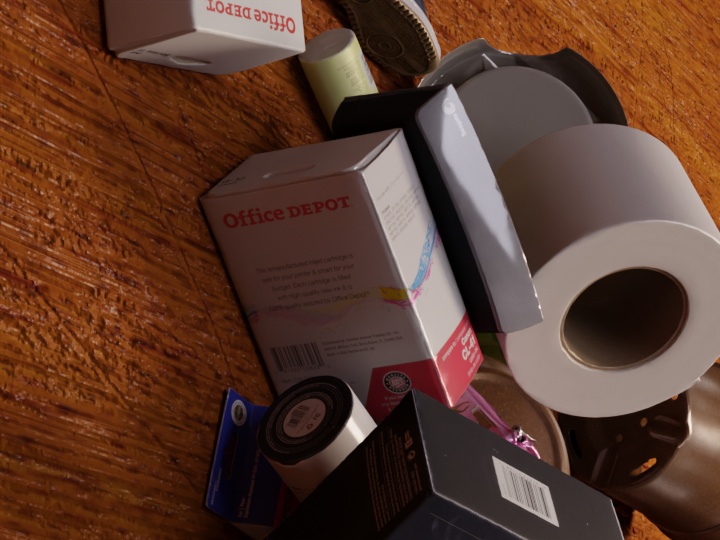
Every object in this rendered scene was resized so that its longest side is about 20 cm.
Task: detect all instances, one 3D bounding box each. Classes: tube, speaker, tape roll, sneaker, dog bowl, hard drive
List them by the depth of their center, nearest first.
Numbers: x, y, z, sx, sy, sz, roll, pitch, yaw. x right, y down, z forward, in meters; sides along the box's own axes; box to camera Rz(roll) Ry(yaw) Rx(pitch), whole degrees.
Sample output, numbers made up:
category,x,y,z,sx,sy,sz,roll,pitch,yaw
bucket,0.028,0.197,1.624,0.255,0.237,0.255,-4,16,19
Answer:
category,x,y,z,sx,sy,sz,roll,pitch,yaw
speaker,0.004,0.172,1.350,0.201,0.081,0.082,56,39,-36
hard drive,0.054,-0.040,1.393,0.042,0.134,0.201,-36,113,-36
tape roll,0.197,0.000,1.497,0.203,0.202,0.140,53,12,-38
tube,0.006,-0.105,1.525,0.058,0.052,0.201,-33,122,-12
sneaker,0.018,-0.264,1.558,0.200,0.070,0.109,48,46,-39
dog bowl,0.136,-0.107,1.614,0.059,0.198,0.202,99,-7,-72

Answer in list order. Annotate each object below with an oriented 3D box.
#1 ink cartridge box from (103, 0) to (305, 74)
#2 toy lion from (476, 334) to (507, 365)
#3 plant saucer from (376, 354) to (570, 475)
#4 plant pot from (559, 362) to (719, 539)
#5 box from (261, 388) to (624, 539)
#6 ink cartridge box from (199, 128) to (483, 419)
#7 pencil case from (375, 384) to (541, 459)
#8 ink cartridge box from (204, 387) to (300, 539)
category,x,y,z,sx,sy,sz,roll,pitch,yaw
ink cartridge box,-0.117,-0.253,1.316,0.146,0.082,0.202,0,83,-58
toy lion,0.145,-0.011,1.724,0.192,0.068,0.201,-50,125,-42
plant saucer,0.106,0.157,1.545,0.199,0.037,0.202,14,62,-28
plant pot,0.315,0.170,1.843,0.198,0.199,0.202,23,63,-46
box,0.059,0.212,1.275,0.199,0.182,0.105,29,29,-27
ink cartridge box,-0.011,0.008,1.366,0.086,0.146,0.202,-45,122,-53
pencil case,0.071,0.128,1.408,0.200,0.086,0.083,46,-19,59
ink cartridge box,-0.043,0.171,1.385,0.200,0.037,0.096,40,50,-45
